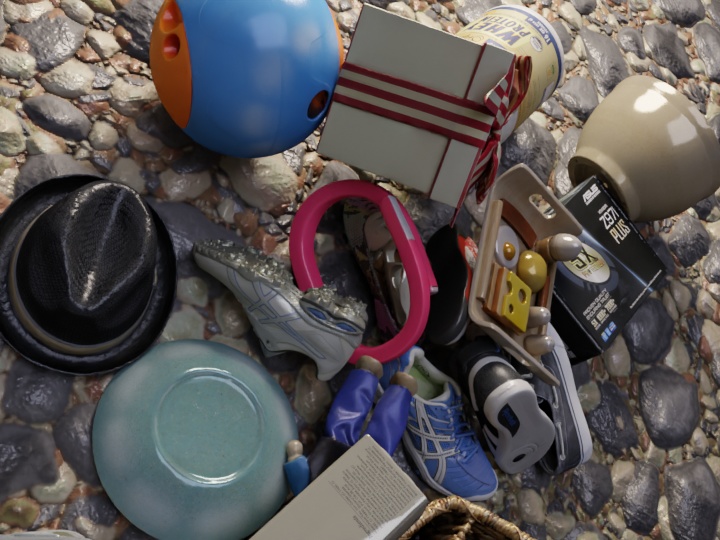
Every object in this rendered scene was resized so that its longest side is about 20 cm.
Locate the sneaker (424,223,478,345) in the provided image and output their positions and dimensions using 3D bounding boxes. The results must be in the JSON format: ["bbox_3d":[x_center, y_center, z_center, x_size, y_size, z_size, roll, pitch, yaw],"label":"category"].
[{"bbox_3d":[0.126,0.036,0.947,0.108,0.067,0.202,44,26,-22],"label":"sneaker"}]

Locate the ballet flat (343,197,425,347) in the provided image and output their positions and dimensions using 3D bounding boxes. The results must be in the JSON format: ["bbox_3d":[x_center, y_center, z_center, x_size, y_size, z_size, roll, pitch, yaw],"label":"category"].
[{"bbox_3d":[0.036,-0.004,0.946,0.069,0.071,0.202,-9,73,-26],"label":"ballet flat"}]

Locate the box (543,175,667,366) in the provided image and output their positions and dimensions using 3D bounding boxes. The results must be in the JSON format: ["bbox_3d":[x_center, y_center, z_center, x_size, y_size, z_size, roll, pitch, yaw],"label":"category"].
[{"bbox_3d":[0.279,0.001,1.081,0.200,0.086,0.164,-38,90,-36],"label":"box"}]

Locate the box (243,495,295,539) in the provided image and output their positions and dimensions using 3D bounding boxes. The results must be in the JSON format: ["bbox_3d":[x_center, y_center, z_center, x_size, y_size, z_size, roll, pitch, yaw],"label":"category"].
[{"bbox_3d":[-0.063,0.305,0.775,0.200,0.036,0.143,-35,89,-38],"label":"box"}]

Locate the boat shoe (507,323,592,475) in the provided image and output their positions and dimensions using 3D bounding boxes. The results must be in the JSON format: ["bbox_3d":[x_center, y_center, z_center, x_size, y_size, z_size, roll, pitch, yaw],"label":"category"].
[{"bbox_3d":[0.207,0.141,0.991,0.067,0.072,0.202,-14,84,-36],"label":"boat shoe"}]

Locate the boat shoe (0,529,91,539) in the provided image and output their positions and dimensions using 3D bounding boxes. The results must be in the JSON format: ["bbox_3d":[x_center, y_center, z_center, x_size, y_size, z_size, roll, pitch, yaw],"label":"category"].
[{"bbox_3d":[-0.302,0.237,0.643,0.200,0.065,0.075,2,68,-30],"label":"boat shoe"}]

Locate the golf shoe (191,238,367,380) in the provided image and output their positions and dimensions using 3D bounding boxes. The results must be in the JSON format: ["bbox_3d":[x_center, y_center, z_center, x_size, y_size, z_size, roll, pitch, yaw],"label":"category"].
[{"bbox_3d":[-0.094,0.040,0.849,0.199,0.098,0.078,29,15,10],"label":"golf shoe"}]

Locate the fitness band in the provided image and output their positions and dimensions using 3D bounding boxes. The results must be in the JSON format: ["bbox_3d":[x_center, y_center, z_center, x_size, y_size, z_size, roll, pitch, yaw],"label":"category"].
[{"bbox_3d":[0.000,0.000,0.885,0.037,0.143,0.201,3,63,-61],"label":"fitness band"}]

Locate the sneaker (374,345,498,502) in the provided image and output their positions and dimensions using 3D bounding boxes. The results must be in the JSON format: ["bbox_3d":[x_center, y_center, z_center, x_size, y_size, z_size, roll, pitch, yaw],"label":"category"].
[{"bbox_3d":[0.082,0.165,0.897,0.200,0.077,0.076,51,52,-4],"label":"sneaker"}]

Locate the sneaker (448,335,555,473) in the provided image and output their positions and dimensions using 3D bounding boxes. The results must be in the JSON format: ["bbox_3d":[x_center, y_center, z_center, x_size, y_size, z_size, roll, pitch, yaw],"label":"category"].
[{"bbox_3d":[0.151,0.137,0.919,0.073,0.201,0.112,-28,53,-4],"label":"sneaker"}]

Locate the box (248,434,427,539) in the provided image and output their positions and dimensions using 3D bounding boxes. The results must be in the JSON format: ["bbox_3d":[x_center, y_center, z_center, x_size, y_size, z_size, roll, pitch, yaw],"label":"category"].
[{"bbox_3d":[-0.040,0.239,0.709,0.200,0.069,0.082,-38,69,-19],"label":"box"}]

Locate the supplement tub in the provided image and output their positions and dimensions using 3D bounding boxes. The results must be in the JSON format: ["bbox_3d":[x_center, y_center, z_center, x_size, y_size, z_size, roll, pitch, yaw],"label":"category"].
[{"bbox_3d":[0.158,-0.240,1.078,0.145,0.144,0.200,49,53,-3],"label":"supplement tub"}]

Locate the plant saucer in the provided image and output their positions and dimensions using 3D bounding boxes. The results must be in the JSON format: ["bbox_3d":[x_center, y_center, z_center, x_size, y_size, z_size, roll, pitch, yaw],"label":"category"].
[{"bbox_3d":[-0.144,0.150,0.778,0.199,0.039,0.202,13,57,-20],"label":"plant saucer"}]

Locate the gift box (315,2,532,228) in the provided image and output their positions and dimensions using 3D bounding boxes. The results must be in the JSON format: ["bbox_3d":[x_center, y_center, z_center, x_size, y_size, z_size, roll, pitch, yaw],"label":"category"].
[{"bbox_3d":[0.069,-0.164,0.892,0.185,0.186,0.200,20,19,2],"label":"gift box"}]

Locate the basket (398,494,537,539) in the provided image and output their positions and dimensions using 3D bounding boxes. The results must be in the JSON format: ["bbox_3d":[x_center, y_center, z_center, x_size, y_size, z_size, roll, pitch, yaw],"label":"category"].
[{"bbox_3d":[0.068,0.302,0.744,0.143,0.149,0.200,48,55,-9],"label":"basket"}]

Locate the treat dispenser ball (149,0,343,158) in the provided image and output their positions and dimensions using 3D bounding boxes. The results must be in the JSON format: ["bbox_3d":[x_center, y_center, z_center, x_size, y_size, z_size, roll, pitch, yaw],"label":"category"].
[{"bbox_3d":[-0.117,-0.218,0.869,0.199,0.201,0.203,12,63,-26],"label":"treat dispenser ball"}]

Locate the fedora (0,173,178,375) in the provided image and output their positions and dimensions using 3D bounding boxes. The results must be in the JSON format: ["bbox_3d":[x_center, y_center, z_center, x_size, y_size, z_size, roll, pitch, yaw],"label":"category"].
[{"bbox_3d":[-0.245,-0.011,0.767,0.199,0.092,0.202,12,63,-25],"label":"fedora"}]

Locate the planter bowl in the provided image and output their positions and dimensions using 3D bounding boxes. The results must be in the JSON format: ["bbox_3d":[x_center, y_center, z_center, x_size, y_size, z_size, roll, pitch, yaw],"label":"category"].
[{"bbox_3d":[0.373,-0.145,1.154,0.134,0.200,0.201,-36,90,-9],"label":"planter bowl"}]

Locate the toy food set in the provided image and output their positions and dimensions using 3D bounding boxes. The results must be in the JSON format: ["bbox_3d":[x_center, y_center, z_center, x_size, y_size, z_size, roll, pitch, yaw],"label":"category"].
[{"bbox_3d":[0.190,0.006,0.912,0.143,0.060,0.201,38,55,-38],"label":"toy food set"}]

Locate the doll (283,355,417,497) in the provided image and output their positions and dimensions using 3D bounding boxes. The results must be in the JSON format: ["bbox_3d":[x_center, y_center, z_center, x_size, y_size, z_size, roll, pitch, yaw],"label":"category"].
[{"bbox_3d":[-0.004,0.186,0.802,0.136,0.049,0.201,25,62,2],"label":"doll"}]
